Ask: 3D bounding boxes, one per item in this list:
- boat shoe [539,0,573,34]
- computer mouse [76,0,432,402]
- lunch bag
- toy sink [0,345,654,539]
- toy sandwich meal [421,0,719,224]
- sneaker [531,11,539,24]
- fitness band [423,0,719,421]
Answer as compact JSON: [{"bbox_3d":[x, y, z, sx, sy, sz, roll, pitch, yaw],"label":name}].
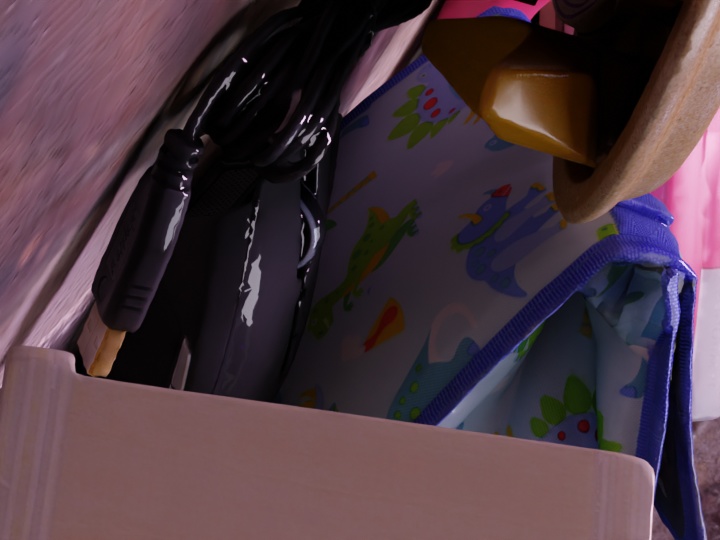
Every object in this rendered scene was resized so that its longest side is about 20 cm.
[{"bbox_3d":[0.102,-0.088,0.879,0.075,0.068,0.201,-48,150,-56],"label":"boat shoe"},{"bbox_3d":[-0.037,0.010,0.600,0.201,0.046,0.140,-57,177,29],"label":"computer mouse"},{"bbox_3d":[0.024,0.039,0.715,0.170,0.127,0.201,-112,-137,-59],"label":"lunch bag"},{"bbox_3d":[-0.046,0.092,0.551,0.130,0.198,0.113,111,-15,-68],"label":"toy sink"},{"bbox_3d":[0.061,-0.105,0.577,0.205,0.070,0.207,-163,-90,-85],"label":"toy sandwich meal"},{"bbox_3d":[0.092,-0.113,1.058,0.091,0.078,0.200,-32,159,-36],"label":"sneaker"},{"bbox_3d":[0.067,-0.014,0.821,0.037,0.143,0.202,-3,101,-37],"label":"fitness band"}]
